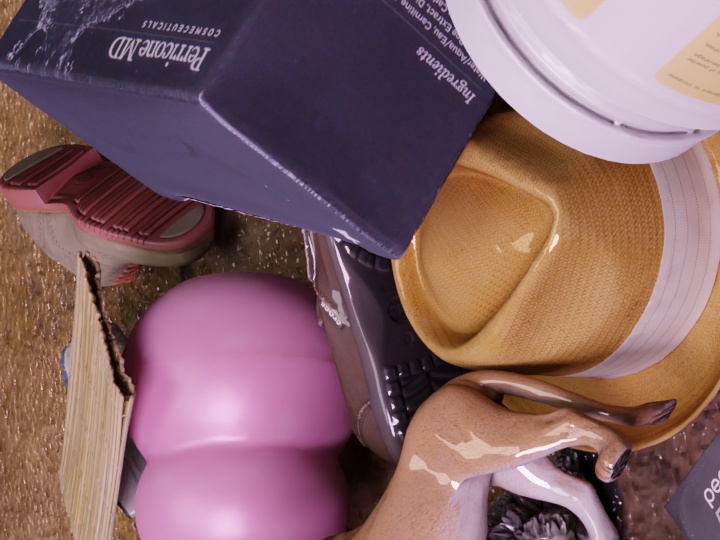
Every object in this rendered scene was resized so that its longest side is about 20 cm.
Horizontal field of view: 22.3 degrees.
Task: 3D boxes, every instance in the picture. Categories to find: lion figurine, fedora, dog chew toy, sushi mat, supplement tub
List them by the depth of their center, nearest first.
[{"bbox_3d":[0.128,-0.136,0.589,0.200,0.145,0.146,-43,61,50],"label":"supplement tub"},{"bbox_3d":[0.026,0.105,0.729,0.122,0.072,0.200,35,87,31],"label":"lion figurine"},{"bbox_3d":[0.071,-0.013,0.749,0.200,0.082,0.201,15,108,54],"label":"fedora"},{"bbox_3d":[-0.059,0.105,0.907,0.124,0.124,0.201,-25,62,55],"label":"dog chew toy"},{"bbox_3d":[-0.138,0.088,0.945,0.200,0.012,0.096,105,153,-48],"label":"sushi mat"}]

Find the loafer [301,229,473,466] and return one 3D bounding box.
[{"bbox_3d":[0.000,0.000,0.866,0.071,0.073,0.201,-16,82,56],"label":"loafer"}]

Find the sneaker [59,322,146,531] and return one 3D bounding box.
[{"bbox_3d":[-0.109,0.084,1.049,0.077,0.085,0.200,59,177,-37],"label":"sneaker"}]

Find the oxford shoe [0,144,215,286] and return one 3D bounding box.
[{"bbox_3d":[-0.142,-0.026,1.099,0.200,0.070,0.075,20,139,52],"label":"oxford shoe"}]

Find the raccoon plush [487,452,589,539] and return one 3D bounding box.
[{"bbox_3d":[0.014,0.140,0.787,0.097,0.199,0.134,-103,22,-61],"label":"raccoon plush"}]

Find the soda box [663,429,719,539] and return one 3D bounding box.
[{"bbox_3d":[0.184,0.039,0.609,0.071,0.063,0.200,58,139,33],"label":"soda box"}]

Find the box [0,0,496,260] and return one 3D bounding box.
[{"bbox_3d":[-0.026,-0.129,0.764,0.196,0.117,0.200,15,72,54],"label":"box"}]
